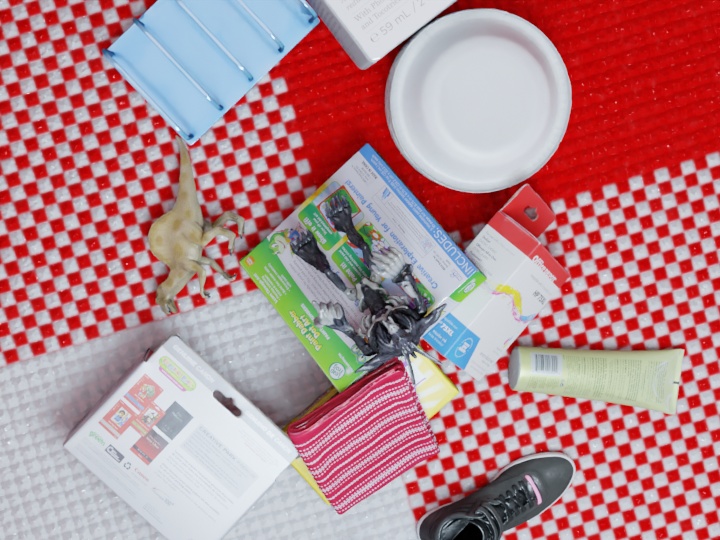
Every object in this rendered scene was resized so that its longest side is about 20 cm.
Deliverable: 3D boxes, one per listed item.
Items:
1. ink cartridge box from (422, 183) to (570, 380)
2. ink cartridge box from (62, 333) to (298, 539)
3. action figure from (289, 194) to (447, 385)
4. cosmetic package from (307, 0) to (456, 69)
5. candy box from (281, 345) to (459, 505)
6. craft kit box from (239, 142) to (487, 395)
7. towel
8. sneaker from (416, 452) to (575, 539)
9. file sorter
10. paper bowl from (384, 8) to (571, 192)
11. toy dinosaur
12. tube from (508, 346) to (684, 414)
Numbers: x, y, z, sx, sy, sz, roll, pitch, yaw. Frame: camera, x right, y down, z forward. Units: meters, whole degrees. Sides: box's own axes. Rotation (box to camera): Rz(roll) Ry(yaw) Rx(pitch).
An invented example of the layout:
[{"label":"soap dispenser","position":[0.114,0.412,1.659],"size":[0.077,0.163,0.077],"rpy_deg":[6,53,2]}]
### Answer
[{"label":"ink cartridge box","position":[0.154,0.014,1.574],"size":[0.200,0.116,0.067],"rpy_deg":[-50,60,3]},{"label":"ink cartridge box","position":[-0.193,0.189,1.590],"size":[0.200,0.084,0.176],"rpy_deg":[44,92,-8]},{"label":"action figure","position":[0.004,0.024,1.465],"size":[0.119,0.102,0.200],"rpy_deg":[-40,64,6]},{"label":"cosmetic package","position":[0.011,-0.340,1.505],"size":[0.167,0.166,0.200],"rpy_deg":[-38,97,1]},{"label":"candy box","position":[0.006,0.165,1.632],"size":[0.200,0.026,0.102],"rpy_deg":[-41,101,1]},{"label":"craft kit box","position":[0.000,0.000,1.549],"size":[0.197,0.049,0.200],"rpy_deg":[-41,67,5]},{"label":"towel","position":[0.008,0.185,1.564],"size":[0.145,0.022,0.200],"rpy_deg":[-32,142,-6]},{"label":"sneaker","position":[0.161,0.272,1.618],"size":[0.200,0.099,0.071],"rpy_deg":[-26,96,-2]},{"label":"file sorter","position":[-0.160,-0.250,1.525],"size":[0.200,0.123,0.139],"rpy_deg":[-44,97,2]},{"label":"paper bowl","position":[0.129,-0.184,1.563],"size":[0.200,0.104,0.201],"rpy_deg":[-1,97,-5]},{"label":"toy dinosaur","position":[-0.182,-0.043,1.573],"size":[0.101,0.058,0.200],"rpy_deg":[9,97,6]},{"label":"tube","position":[0.270,0.121,1.638],"size":[0.200,0.052,0.058],"rpy_deg":[5,137,-8]}]
